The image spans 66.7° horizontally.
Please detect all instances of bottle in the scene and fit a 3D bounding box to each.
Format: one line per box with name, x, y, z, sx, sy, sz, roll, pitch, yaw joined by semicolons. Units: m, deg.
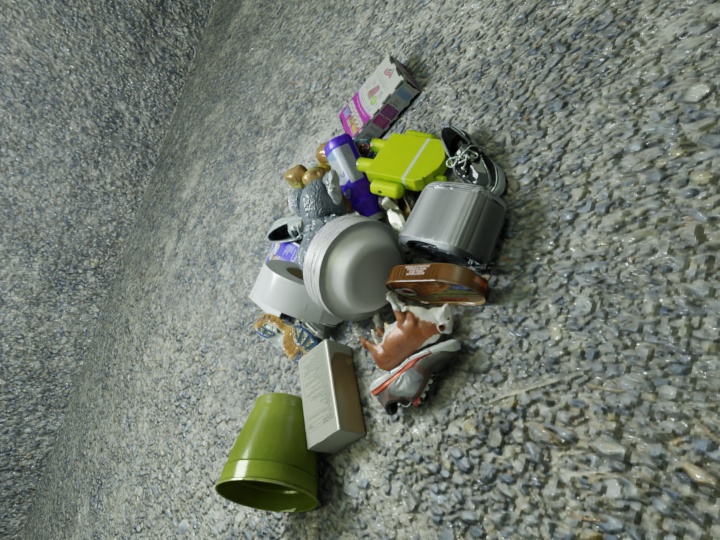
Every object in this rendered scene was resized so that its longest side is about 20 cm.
bottle;-0.012;-0.197;1.207;0.200;0.065;0.084;64;164;-1

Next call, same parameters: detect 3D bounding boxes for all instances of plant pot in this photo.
plant pot;-0.170;0.360;1.107;0.200;0.200;0.193;-31;38;39

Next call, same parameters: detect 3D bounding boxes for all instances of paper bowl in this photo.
paper bowl;0.000;0.000;1.044;0.104;0.201;0.201;26;92;50

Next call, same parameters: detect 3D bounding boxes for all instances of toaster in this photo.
toaster;0.168;-0.078;0.959;0.200;0.114;0.129;17;83;54

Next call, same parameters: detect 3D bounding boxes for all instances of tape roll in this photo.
tape roll;-0.119;0.044;1.173;0.202;0.202;0.071;33;107;53

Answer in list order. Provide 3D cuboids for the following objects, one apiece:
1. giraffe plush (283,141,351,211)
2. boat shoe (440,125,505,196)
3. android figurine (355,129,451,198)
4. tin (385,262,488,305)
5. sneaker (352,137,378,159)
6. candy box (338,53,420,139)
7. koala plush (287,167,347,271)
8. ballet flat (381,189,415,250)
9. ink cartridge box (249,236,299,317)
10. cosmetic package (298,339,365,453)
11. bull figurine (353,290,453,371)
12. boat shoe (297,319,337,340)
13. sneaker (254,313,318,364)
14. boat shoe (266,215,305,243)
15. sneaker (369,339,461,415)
giraffe plush;-0.075;-0.241;1.342;0.200;0.172;0.162;119;177;-77
boat shoe;0.202;-0.206;1.017;0.074;0.068;0.200;-42;43;31
android figurine;0.095;-0.222;1.121;0.200;0.041;0.182;16;60;28
tin;0.131;0.025;0.953;0.200;0.112;0.042;-3;60;50
sneaker;0.029;-0.251;1.234;0.200;0.095;0.079;37;101;53
candy box;0.041;-0.404;1.328;0.200;0.061;0.136;-45;41;28
koala plush;-0.072;-0.104;1.159;0.177;0.184;0.200;-17;88;44
ballet flat;0.084;-0.118;1.112;0.068;0.075;0.200;-56;37;33
ink cartridge box;-0.204;0.020;1.428;0.200;0.043;0.198;29;95;55
cosmetic package;-0.061;0.253;1.106;0.105;0.071;0.200;-39;45;32
bull figurine;0.077;0.106;0.990;0.121;0.065;0.200;51;125;13
boat shoe;-0.122;0.099;1.263;0.200;0.071;0.064;32;103;53
sneaker;-0.156;0.169;1.279;0.200;0.088;0.075;31;73;32
boat shoe;-0.156;-0.105;1.382;0.201;0.070;0.072;-11;31;37
sneaker;0.107;0.190;0.951;0.200;0.077;0.082;-40;71;33
